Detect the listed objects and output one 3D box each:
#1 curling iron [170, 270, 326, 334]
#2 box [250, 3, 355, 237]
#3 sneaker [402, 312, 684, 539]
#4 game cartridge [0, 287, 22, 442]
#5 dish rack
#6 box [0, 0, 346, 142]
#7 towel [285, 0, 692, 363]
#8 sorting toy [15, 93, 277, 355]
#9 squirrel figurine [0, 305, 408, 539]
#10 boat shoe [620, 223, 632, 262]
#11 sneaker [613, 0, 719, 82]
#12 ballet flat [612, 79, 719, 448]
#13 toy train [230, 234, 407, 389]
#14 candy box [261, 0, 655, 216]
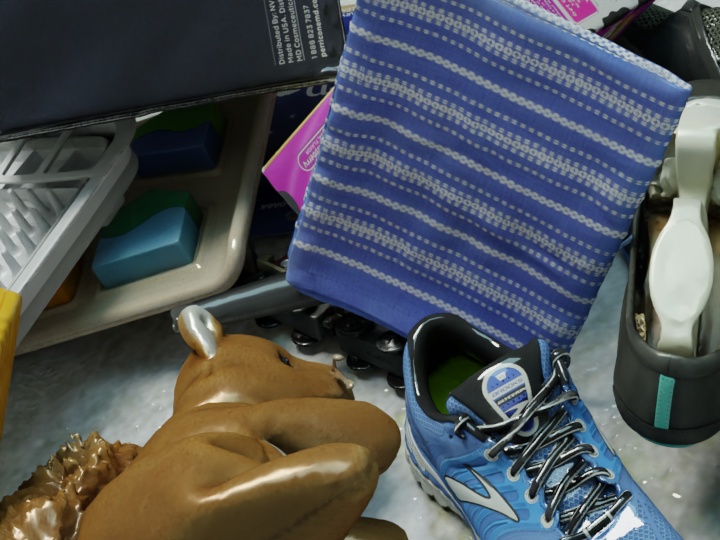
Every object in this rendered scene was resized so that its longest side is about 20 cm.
[{"bbox_3d":[0.000,0.000,0.814,0.198,0.026,0.050,-20,11,-18],"label":"curling iron"},{"bbox_3d":[-0.018,-0.098,0.981,0.120,0.033,0.201,-7,40,13],"label":"box"},{"bbox_3d":[0.070,0.085,0.677,0.078,0.090,0.200,-30,40,-15],"label":"sneaker"},{"bbox_3d":[-0.181,0.133,0.651,0.032,0.177,0.201,16,42,-3],"label":"game cartridge"},{"bbox_3d":[-0.210,-0.003,0.853,0.170,0.044,0.201,1,46,35],"label":"dish rack"},{"bbox_3d":[-0.114,-0.154,0.863,0.196,0.125,0.200,-11,14,-2],"label":"box"},{"bbox_3d":[0.045,-0.034,0.707,0.144,0.201,0.024,26,47,8],"label":"towel"},{"bbox_3d":[-0.139,-0.033,0.903,0.198,0.037,0.186,-21,36,21],"label":"sorting toy"},{"bbox_3d":[-0.078,0.096,0.686,0.197,0.143,0.187,-12,32,2],"label":"squirrel figurine"},{"bbox_3d":[0.190,-0.010,0.764,0.084,0.069,0.200,-31,40,-18],"label":"boat shoe"},{"bbox_3d":[0.209,-0.125,0.853,0.076,0.115,0.199,7,23,-37],"label":"sneaker"},{"bbox_3d":[0.147,-0.021,0.694,0.067,0.069,0.202,3,55,13],"label":"ballet flat"},{"bbox_3d":[-0.033,0.011,0.851,0.199,0.034,0.046,22,50,39],"label":"toy train"},{"bbox_3d":[0.056,-0.099,0.826,0.061,0.136,0.200,49,39,5],"label":"candy box"}]
